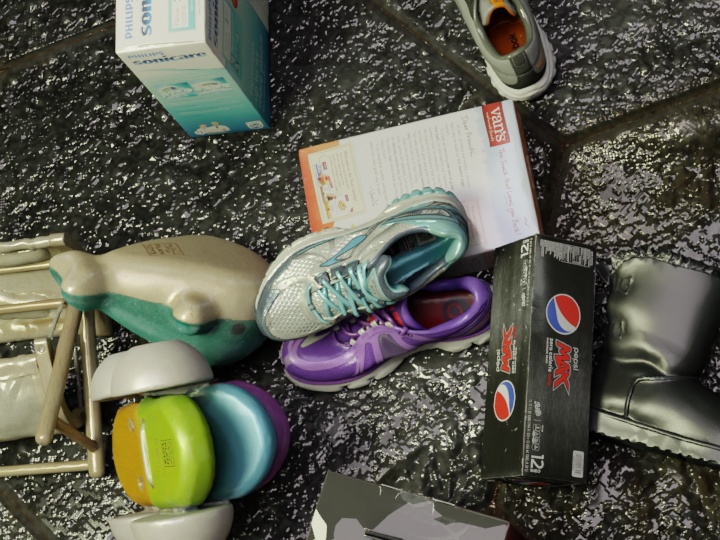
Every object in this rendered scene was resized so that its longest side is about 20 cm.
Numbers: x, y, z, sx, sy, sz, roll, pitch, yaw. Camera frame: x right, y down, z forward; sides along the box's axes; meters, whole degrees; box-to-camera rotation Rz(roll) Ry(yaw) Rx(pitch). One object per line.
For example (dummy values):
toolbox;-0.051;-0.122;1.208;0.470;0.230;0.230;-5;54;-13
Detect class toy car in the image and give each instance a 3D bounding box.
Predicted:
toy car;-0.135;0.145;1.290;0.150;0.200;0.175;-7;85;-21

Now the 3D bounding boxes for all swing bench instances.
swing bench;-0.339;0.083;1.394;0.199;0.130;0.200;-6;67;13

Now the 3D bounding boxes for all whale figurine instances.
whale figurine;-0.169;0.029;1.344;0.159;0.200;0.104;-136;53;-57

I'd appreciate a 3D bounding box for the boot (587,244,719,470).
boot;0.273;0.074;1.264;0.198;0.073;0.163;14;82;25

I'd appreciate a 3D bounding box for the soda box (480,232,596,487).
soda box;0.147;0.076;1.275;0.063;0.071;0.200;11;76;-24

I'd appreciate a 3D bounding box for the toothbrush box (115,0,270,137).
toothbrush box;-0.148;-0.226;1.398;0.085;0.200;0.147;-6;71;13

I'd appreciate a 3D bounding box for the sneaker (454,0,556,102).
sneaker;0.119;-0.252;1.404;0.074;0.079;0.200;-27;67;7

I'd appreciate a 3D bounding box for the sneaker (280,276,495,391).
sneaker;0.021;0.042;1.336;0.200;0.083;0.081;-20;70;8

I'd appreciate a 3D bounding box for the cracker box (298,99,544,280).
cracker box;0.055;-0.060;1.372;0.200;0.058;0.134;-12;72;11

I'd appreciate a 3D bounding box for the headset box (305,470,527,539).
headset box;0.049;0.221;1.210;0.149;0.200;0.075;14;77;17

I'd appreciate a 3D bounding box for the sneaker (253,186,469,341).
sneaker;0.000;0.000;1.279;0.200;0.086;0.078;-31;113;5
